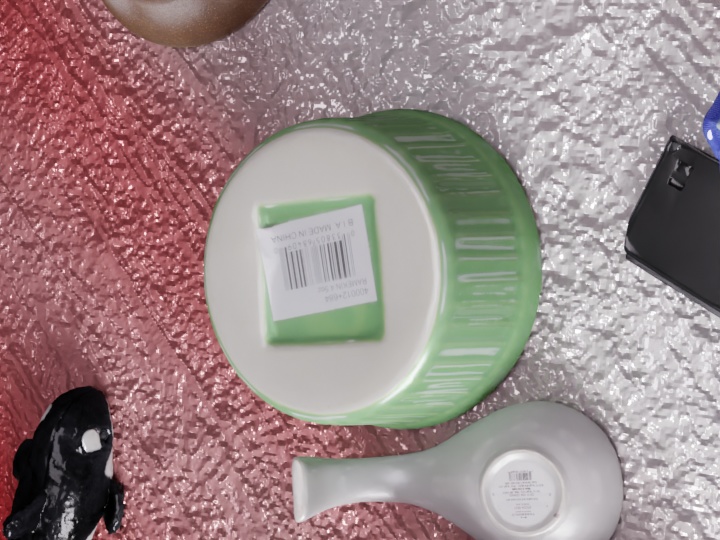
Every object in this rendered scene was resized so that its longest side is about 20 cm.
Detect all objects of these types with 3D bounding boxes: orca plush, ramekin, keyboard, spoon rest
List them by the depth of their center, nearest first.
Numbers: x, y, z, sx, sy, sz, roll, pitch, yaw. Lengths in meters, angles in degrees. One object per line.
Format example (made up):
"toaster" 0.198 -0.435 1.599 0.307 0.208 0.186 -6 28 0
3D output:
"keyboard" 0.245 -0.017 0.906 0.200 0.021 0.128 34 109 27
"spoon rest" 0.060 0.128 1.013 0.199 0.061 0.100 -1 91 19
"ramekin" 0.000 0.000 1.016 0.199 0.098 0.201 1 91 33
"orca plush" -0.238 0.176 1.187 0.105 0.071 0.200 44 112 25

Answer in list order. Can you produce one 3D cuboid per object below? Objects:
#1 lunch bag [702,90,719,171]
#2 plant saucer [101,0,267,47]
"lunch bag" 0.289 -0.092 0.816 0.170 0.128 0.200 25 74 28
"plant saucer" -0.126 -0.253 1.132 0.200 0.037 0.202 1 92 32
